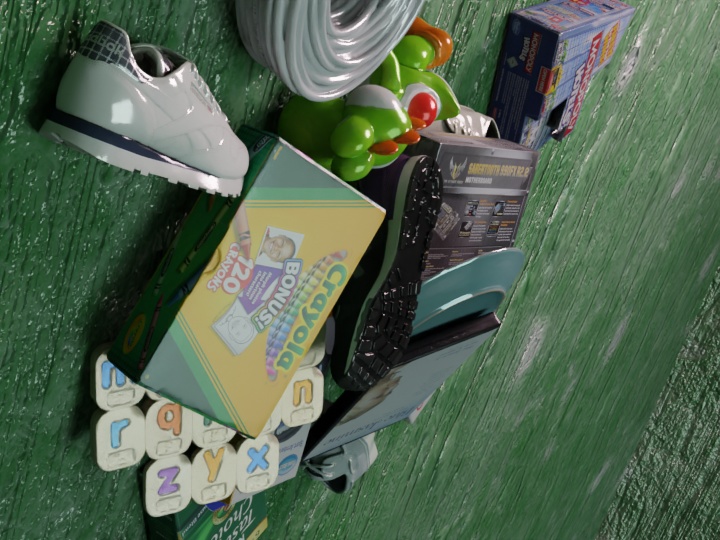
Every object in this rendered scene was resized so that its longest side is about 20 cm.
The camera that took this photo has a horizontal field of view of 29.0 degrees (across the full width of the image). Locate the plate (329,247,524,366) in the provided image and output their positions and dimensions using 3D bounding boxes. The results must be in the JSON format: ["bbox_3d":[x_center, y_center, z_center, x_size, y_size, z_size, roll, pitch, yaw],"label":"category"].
[{"bbox_3d":[0.065,0.046,1.235,0.200,0.026,0.200,-28,164,-9],"label":"plate"}]

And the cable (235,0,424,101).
[{"bbox_3d":[-0.013,-0.222,0.984,0.200,0.069,0.200,-57,158,-8],"label":"cable"}]

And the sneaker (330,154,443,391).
[{"bbox_3d":[0.000,0.000,1.129,0.076,0.087,0.200,44,59,-56],"label":"sneaker"}]

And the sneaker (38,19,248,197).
[{"bbox_3d":[-0.121,-0.099,0.898,0.200,0.076,0.081,12,97,-69],"label":"sneaker"}]

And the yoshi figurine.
[{"bbox_3d":[-0.002,-0.136,1.117,0.112,0.112,0.200,-27,-165,32],"label":"yoshi figurine"}]

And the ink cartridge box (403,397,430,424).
[{"bbox_3d":[0.067,0.041,1.452,0.200,0.084,0.146,-54,157,-18],"label":"ink cartridge box"}]

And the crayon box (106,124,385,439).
[{"bbox_3d":[-0.082,0.010,1.025,0.119,0.058,0.200,32,86,-38],"label":"crayon box"}]

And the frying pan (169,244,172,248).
[{"bbox_3d":[-0.094,-0.003,1.129,0.115,0.031,0.190,-53,160,-23],"label":"frying pan"}]

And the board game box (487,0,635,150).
[{"bbox_3d":[0.215,-0.214,1.499,0.200,0.062,0.200,-39,149,-42],"label":"board game box"}]

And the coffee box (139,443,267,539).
[{"bbox_3d":[-0.137,0.210,1.262,0.123,0.044,0.200,-46,153,-35],"label":"coffee box"}]

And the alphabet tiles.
[{"bbox_3d":[-0.115,0.089,1.077,0.200,0.015,0.196,-10,112,-33],"label":"alphabet tiles"}]

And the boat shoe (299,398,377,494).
[{"bbox_3d":[-0.028,0.187,1.442,0.072,0.070,0.201,-58,161,-16],"label":"boat shoe"}]

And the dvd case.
[{"bbox_3d":[0.030,0.110,1.287,0.143,0.018,0.200,-19,160,-36],"label":"dvd case"}]

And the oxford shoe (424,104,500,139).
[{"bbox_3d":[0.080,-0.126,1.319,0.200,0.058,0.075,-7,125,-62],"label":"oxford shoe"}]

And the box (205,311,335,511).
[{"bbox_3d":[-0.076,0.112,1.183,0.119,0.041,0.200,-11,117,-64],"label":"box"}]

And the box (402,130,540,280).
[{"bbox_3d":[0.081,-0.044,1.271,0.200,0.048,0.159,-4,112,-57],"label":"box"}]
